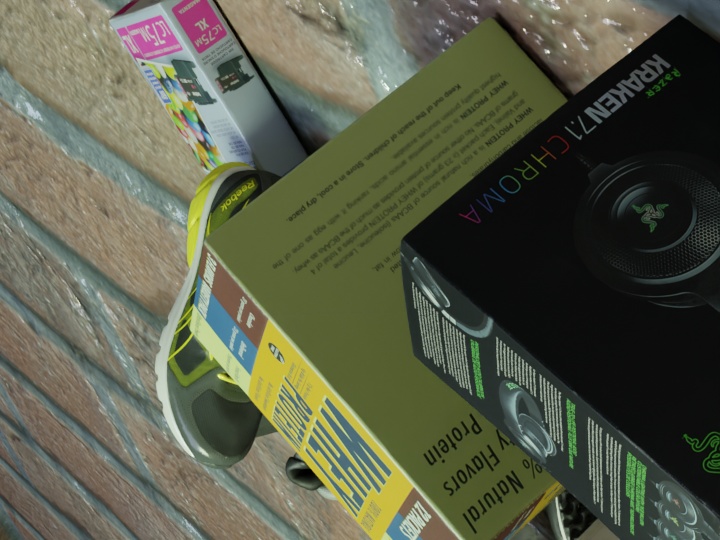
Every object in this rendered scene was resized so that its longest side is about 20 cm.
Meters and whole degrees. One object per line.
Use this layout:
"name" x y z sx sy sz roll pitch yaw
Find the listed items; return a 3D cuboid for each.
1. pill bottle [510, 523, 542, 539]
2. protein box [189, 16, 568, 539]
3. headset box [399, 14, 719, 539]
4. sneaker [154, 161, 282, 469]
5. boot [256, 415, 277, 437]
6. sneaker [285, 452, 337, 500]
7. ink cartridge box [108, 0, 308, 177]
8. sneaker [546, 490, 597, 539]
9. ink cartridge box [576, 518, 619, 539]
"pill bottle" 0.144 0.265 1.406 0.200 0.112 0.112 48 161 16
"protein box" 0.051 0.024 1.054 0.200 0.198 0.135 48 161 10
"headset box" 0.146 0.020 0.862 0.200 0.174 0.093 42 160 29
"sneaker" -0.081 0.029 1.326 0.084 0.074 0.202 2 88 58
"boot" -0.004 0.123 1.410 0.200 0.181 0.073 49 167 24
"sneaker" -0.026 0.098 1.497 0.200 0.115 0.075 37 156 37
"ink cartridge box" -0.091 -0.103 1.413 0.201 0.042 0.119 56 161 -15
"sneaker" 0.171 0.205 1.297 0.201 0.070 0.090 53 158 -6
"ink cartridge box" 0.150 0.167 1.081 0.084 0.200 0.146 45 161 10
